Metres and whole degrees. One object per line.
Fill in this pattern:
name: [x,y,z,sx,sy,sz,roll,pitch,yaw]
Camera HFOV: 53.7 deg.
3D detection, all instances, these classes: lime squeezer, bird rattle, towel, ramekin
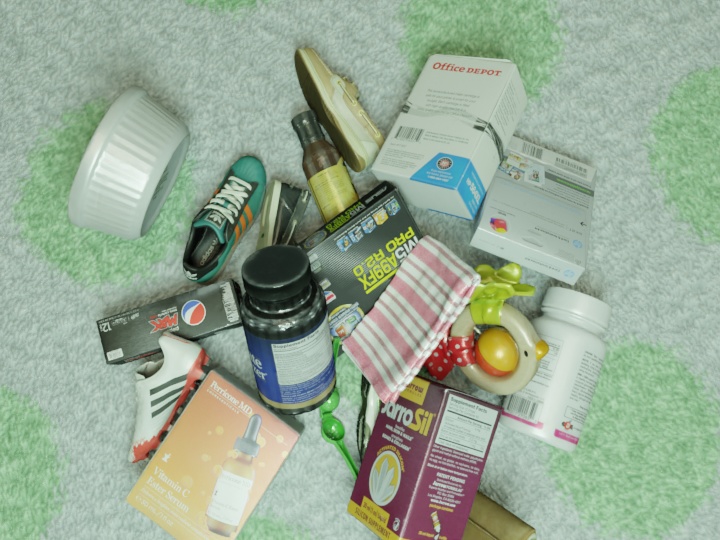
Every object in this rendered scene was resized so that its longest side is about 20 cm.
lime squeezer: [-0.036,0.199,0.993,0.037,0.070,0.206,-7,82,-20]
bird rattle: [0.160,0.095,0.950,0.163,0.112,0.202,46,121,18]
towel: [0.062,0.057,0.927,0.030,0.146,0.202,32,96,-32]
ramekin: [-0.306,-0.137,0.967,0.093,0.202,0.206,25,84,-9]

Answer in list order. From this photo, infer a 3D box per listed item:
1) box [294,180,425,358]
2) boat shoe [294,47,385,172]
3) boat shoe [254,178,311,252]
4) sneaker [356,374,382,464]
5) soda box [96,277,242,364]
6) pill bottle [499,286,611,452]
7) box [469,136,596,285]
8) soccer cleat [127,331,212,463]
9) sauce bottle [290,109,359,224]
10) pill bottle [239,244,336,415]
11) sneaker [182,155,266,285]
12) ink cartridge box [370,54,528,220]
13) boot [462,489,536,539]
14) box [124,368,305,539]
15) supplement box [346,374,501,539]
box: [0.000,0.000,0.990,0.198,0.044,0.162,-35,118,-5]
boat shoe: [-0.029,-0.243,1.047,0.065,0.074,0.203,-29,87,-17]
boat shoe: [-0.117,-0.023,1.018,0.066,0.071,0.205,13,88,-24]
sneaker: [0.046,0.177,1.004,0.086,0.077,0.206,7,90,-11]
soda box: [-0.261,0.073,1.001,0.195,0.071,0.065,-17,83,-3]
pill bottle: [0.272,0.134,0.984,0.111,0.113,0.204,21,84,1]
box: [0.246,-0.092,0.998,0.152,0.042,0.203,20,51,0]
soccer cleat: [-0.279,0.173,0.969,0.084,0.069,0.202,32,108,-8]
sauce bottle: [-0.046,-0.133,1.032,0.063,0.065,0.204,-22,86,-4]
pill bottle: [-0.093,0.075,0.904,0.109,0.113,0.204,-8,125,-2]
sneaker: [-0.192,-0.075,1.013,0.070,0.080,0.204,24,83,2]
ink cartridge box: [0.126,-0.189,0.989,0.144,0.084,0.203,18,72,36]
boot: [0.160,0.297,0.923,0.065,0.199,0.179,21,91,-30]
box: [-0.190,0.259,0.965,0.151,0.106,0.202,33,84,3]
supplement box: [0.080,0.247,0.918,0.102,0.130,0.205,22,83,-29]
